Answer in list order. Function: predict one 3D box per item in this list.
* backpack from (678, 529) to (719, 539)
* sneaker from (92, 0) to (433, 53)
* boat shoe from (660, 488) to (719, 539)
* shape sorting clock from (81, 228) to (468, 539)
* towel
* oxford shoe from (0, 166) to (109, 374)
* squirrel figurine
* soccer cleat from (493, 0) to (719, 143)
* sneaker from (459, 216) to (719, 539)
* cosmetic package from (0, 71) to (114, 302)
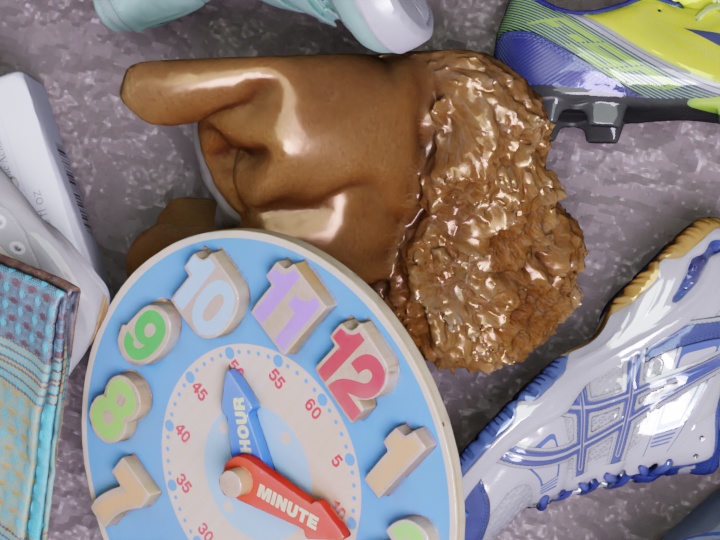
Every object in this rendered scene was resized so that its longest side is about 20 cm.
[{"bbox_3d":[0.171,0.204,1.019,0.163,0.154,0.200,-21,130,28],"label":"backpack"},{"bbox_3d":[-0.049,-0.122,1.053,0.118,0.200,0.074,-38,129,1],"label":"sneaker"},{"bbox_3d":[0.217,0.115,1.065,0.200,0.071,0.091,-35,92,16],"label":"boat shoe"},{"bbox_3d":[-0.041,0.082,0.986,0.200,0.039,0.200,6,101,36],"label":"shape sorting clock"},{"bbox_3d":[-0.188,0.075,1.010,0.147,0.022,0.200,20,115,22],"label":"towel"},{"bbox_3d":[-0.176,-0.034,1.022,0.200,0.075,0.058,50,44,9],"label":"oxford shoe"},{"bbox_3d":[0.000,0.000,1.058,0.200,0.142,0.187,-2,94,3],"label":"squirrel figurine"},{"bbox_3d":[0.160,-0.100,1.094,0.200,0.065,0.084,1,80,0],"label":"soccer cleat"},{"bbox_3d":[0.114,0.070,1.080,0.200,0.075,0.088,-43,88,-1],"label":"sneaker"},{"bbox_3d":[-0.222,-0.005,1.085,0.200,0.081,0.113,-20,89,-1],"label":"cosmetic package"}]
